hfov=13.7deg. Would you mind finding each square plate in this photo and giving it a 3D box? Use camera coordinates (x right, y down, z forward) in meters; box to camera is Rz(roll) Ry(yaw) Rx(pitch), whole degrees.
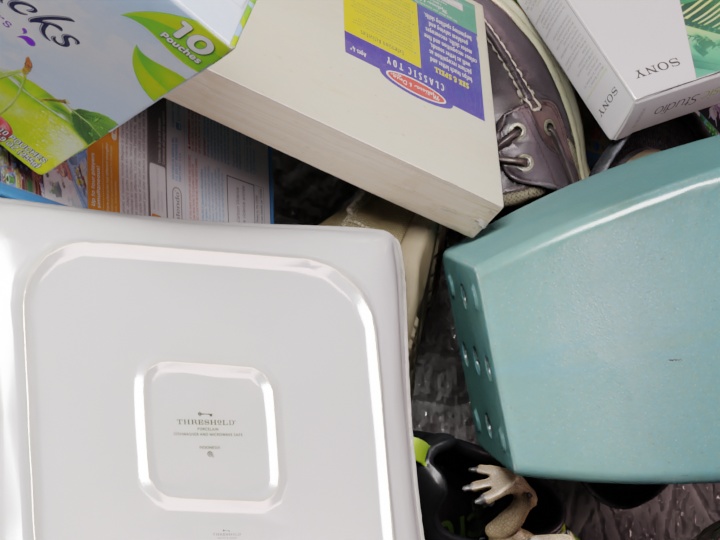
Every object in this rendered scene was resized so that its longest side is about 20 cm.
[{"bbox_3d":[-0.061,0.067,1.171,0.199,0.028,0.199,4,68,-25],"label":"square plate"}]

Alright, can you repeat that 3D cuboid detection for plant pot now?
[{"bbox_3d":[0.144,0.017,1.279,0.199,0.141,0.142,-12,96,-6],"label":"plant pot"}]

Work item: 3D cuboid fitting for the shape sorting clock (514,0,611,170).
[{"bbox_3d":[0.119,-0.111,1.503,0.200,0.039,0.201,14,71,-45],"label":"shape sorting clock"}]

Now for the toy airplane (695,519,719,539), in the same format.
[{"bbox_3d":[0.240,0.176,1.379,0.199,0.141,0.201,14,74,-43],"label":"toy airplane"}]

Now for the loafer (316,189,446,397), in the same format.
[{"bbox_3d":[0.000,0.000,1.313,0.200,0.067,0.076,-75,175,-52],"label":"loafer"}]

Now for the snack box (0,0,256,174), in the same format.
[{"bbox_3d":[-0.150,-0.134,1.110,0.200,0.142,0.053,38,52,-19],"label":"snack box"}]

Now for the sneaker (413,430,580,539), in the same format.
[{"bbox_3d":[0.066,0.128,1.358,0.200,0.083,0.072,33,59,-38],"label":"sneaker"}]

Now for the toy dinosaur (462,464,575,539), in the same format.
[{"bbox_3d":[0.073,0.131,1.307,0.101,0.199,0.058,76,0,-56],"label":"toy dinosaur"}]

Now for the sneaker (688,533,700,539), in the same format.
[{"bbox_3d":[0.170,0.231,1.467,0.079,0.074,0.201,-6,80,-39],"label":"sneaker"}]

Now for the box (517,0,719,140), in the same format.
[{"bbox_3d":[0.128,-0.164,1.421,0.144,0.036,0.200,-19,66,-30],"label":"box"}]

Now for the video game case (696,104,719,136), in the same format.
[{"bbox_3d":[0.175,-0.124,1.532,0.200,0.022,0.183,41,50,-41],"label":"video game case"}]

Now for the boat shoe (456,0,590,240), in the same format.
[{"bbox_3d":[0.069,-0.045,1.405,0.200,0.072,0.065,66,23,-21],"label":"boat shoe"}]

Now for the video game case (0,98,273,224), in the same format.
[{"bbox_3d":[-0.112,-0.080,1.249,0.200,0.018,0.144,20,59,-44],"label":"video game case"}]

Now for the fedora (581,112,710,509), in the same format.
[{"bbox_3d":[0.166,0.023,1.414,0.200,0.091,0.201,-30,126,-54],"label":"fedora"}]

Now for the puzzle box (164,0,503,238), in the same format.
[{"bbox_3d":[-0.029,-0.102,1.278,0.200,0.025,0.133,25,39,-25],"label":"puzzle box"}]
